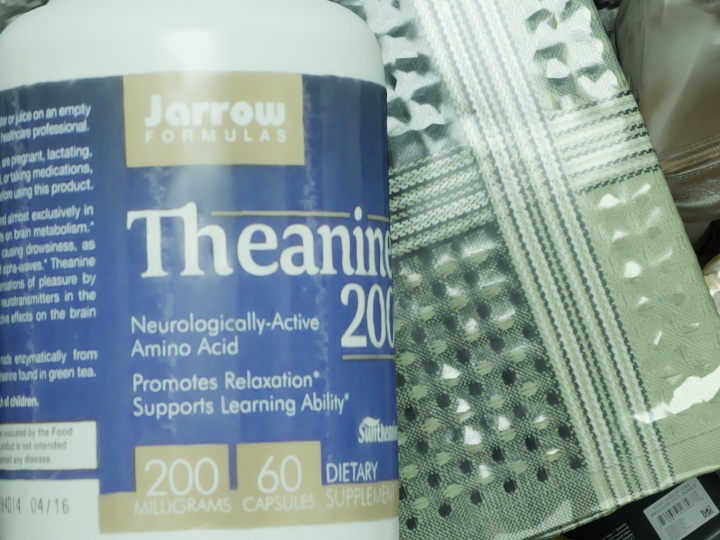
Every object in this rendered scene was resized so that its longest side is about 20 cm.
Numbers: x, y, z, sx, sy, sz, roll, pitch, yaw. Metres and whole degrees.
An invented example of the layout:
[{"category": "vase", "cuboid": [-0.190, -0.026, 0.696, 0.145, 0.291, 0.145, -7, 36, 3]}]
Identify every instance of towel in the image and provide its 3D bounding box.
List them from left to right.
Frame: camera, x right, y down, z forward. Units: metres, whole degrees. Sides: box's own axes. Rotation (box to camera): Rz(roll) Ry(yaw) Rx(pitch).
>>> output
[{"category": "towel", "cuboid": [0.000, 0.000, 0.830, 0.193, 0.200, 0.035, -20, 176, 0]}]

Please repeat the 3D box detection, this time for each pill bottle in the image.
[{"category": "pill bottle", "cuboid": [-0.047, -0.015, 0.759, 0.111, 0.111, 0.200, -1, 87, -24]}]

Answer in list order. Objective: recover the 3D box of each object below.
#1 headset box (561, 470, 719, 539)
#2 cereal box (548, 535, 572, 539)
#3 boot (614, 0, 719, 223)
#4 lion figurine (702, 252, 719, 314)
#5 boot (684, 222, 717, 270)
[{"category": "headset box", "cuboid": [0.155, 0.133, 1.061, 0.149, 0.077, 0.200, -36, 133, 5]}, {"category": "cereal box", "cuboid": [0.008, 0.164, 0.990, 0.144, 0.040, 0.200, 24, 124, 11]}, {"category": "boot", "cuboid": [0.171, -0.044, 0.900, 0.200, 0.064, 0.186, -24, 130, -15]}, {"category": "lion figurine", "cuboid": [0.203, 0.034, 0.949, 0.200, 0.123, 0.072, -13, 168, -36]}, {"category": "boot", "cuboid": [0.029, 0.012, 0.916, 0.200, 0.070, 0.146, -32, 134, 2]}]
